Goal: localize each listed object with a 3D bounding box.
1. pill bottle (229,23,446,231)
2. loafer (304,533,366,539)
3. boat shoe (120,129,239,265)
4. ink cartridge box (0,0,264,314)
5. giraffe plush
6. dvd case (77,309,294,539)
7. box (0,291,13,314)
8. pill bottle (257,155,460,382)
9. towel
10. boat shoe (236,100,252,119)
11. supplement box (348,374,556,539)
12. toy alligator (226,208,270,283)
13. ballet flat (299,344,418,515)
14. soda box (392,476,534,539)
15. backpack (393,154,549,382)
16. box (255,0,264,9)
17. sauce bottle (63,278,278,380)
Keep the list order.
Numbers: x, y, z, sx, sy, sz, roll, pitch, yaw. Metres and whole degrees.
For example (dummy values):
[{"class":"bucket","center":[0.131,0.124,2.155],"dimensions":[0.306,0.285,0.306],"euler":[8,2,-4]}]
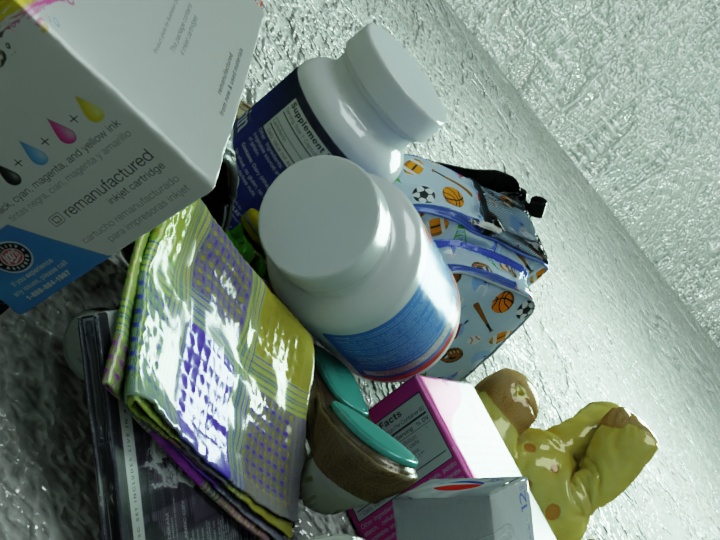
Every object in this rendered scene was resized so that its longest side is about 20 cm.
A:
[{"class":"pill bottle","center":[-0.037,-0.090,0.945],"dimensions":[0.116,0.199,0.116],"euler":[46,20,-21]},{"class":"loafer","center":[0.003,0.207,0.731],"dimensions":[0.199,0.070,0.070],"euler":[29,22,-53]},{"class":"boat shoe","center":[-0.112,-0.036,0.747],"dimensions":[0.071,0.201,0.068],"euler":[-13,63,-22]},{"class":"ink cartridge box","center":[-0.170,-0.115,0.568],"dimensions":[0.200,0.146,0.146],"euler":[44,35,-29]},{"class":"giraffe plush","center":[0.132,0.159,1.054],"dimensions":[0.162,0.173,0.201],"euler":[41,54,-4]},{"class":"dvd case","center":[-0.090,0.093,0.687],"dimensions":[0.200,0.016,0.152],"euler":[-6,89,-70]},{"class":"box","center":[-0.273,-0.058,0.553],"dimensions":[0.202,0.049,0.198],"euler":[60,20,14]},{"class":"pill bottle","center":[0.000,0.000,0.848],"dimensions":[0.113,0.111,0.200],"euler":[62,4,24]},{"class":"towel","center":[-0.074,0.052,0.690],"dimensions":[0.201,0.022,0.146],"euler":[57,33,-50]},{"class":"boat shoe","center":[-0.062,-0.086,1.082],"dimensions":[0.200,0.071,0.065],"euler":[42,22,-29]},{"class":"supplement box","center":[0.070,0.187,0.878],"dimensions":[0.101,0.103,0.202],"euler":[17,42,-59]},{"class":"toy alligator","center":[-0.063,0.015,0.912],"dimensions":[0.200,0.059,0.055],"euler":[45,11,-48]},{"class":"ballet flat","center":[-0.019,0.112,0.790],"dimensions":[0.067,0.073,0.200],"euler":[33,5,-24]},{"class":"soda box","center":[0.071,0.228,0.724],"dimensions":[0.063,0.067,0.204],"euler":[-4,88,-61]},{"class":"backpack","center":[0.045,0.000,1.045],"dimensions":[0.189,0.201,0.155],"euler":[27,28,-27]},{"class":"box","center":[-0.201,-0.241,0.937],"dimensions":[0.194,0.121,0.200],"euler":[54,19,-2]},{"class":"sauce bottle","center":[-0.112,0.038,0.759],"dimensions":[0.065,0.064,0.199],"euler":[56,20,9]}]
